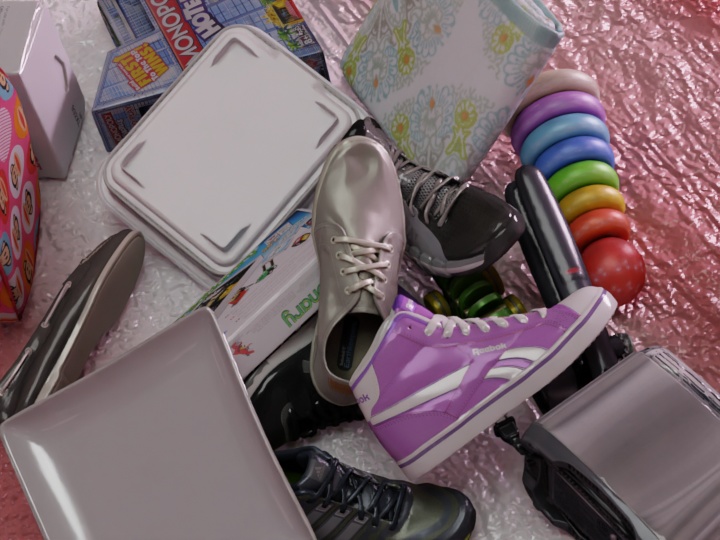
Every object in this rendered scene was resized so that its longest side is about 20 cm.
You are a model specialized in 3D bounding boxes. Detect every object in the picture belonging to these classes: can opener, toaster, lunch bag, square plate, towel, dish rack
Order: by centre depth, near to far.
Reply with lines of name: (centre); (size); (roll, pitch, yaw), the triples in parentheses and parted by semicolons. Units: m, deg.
toaster: (0.204, 0.145, 1.539); (0.129, 0.114, 0.200); (-35, 59, -18)
square plate: (-0.146, 0.158, 1.578); (0.199, 0.028, 0.199); (-29, 78, 18)
can opener: (0.152, 0.013, 1.644); (0.078, 0.063, 0.201); (-5, 72, -27)
lunch bag: (-0.309, -0.050, 1.732); (0.081, 0.201, 0.177); (-3, 53, 3)
towel: (0.071, -0.180, 1.778); (0.048, 0.172, 0.200); (10, 32, -38)
dish rack: (-0.106, -0.099, 1.779); (0.171, 0.044, 0.200); (38, 79, 16)

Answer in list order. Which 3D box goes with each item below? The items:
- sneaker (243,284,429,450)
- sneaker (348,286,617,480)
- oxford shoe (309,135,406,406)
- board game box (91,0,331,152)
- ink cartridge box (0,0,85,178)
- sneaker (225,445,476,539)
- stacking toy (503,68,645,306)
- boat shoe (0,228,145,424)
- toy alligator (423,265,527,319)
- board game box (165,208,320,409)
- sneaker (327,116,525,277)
sneaker: (-0.022, 0.087, 1.654); (0.087, 0.076, 0.200); (35, 70, 21)
sneaker: (0.084, 0.048, 1.564); (0.200, 0.073, 0.115); (-35, 89, -10)
oxford shoe: (0.000, 0.000, 1.610); (0.075, 0.058, 0.202); (6, 85, -14)
board game box: (-0.155, -0.196, 1.890); (0.199, 0.062, 0.201); (-25, 54, -8)
ink cartridge box: (-0.352, -0.153, 1.847); (0.198, 0.145, 0.084); (1, 55, 12)
sneaker: (-0.014, 0.171, 1.584); (0.198, 0.081, 0.074); (3, 56, 14)
stacking toy: (0.178, -0.060, 1.718); (0.085, 0.086, 0.201); (-18, 59, -2)
boat shoe: (-0.237, 0.044, 1.731); (0.057, 0.067, 0.201); (17, 63, 17)
toy alligator: (0.076, 0.007, 1.700); (0.059, 0.054, 0.200); (-29, 54, -10)
board game box: (-0.086, 0.032, 1.678); (0.200, 0.035, 0.126); (-43, 19, -13)
sneaker: (0.034, -0.063, 1.669); (0.075, 0.116, 0.199); (-49, 30, -19)
